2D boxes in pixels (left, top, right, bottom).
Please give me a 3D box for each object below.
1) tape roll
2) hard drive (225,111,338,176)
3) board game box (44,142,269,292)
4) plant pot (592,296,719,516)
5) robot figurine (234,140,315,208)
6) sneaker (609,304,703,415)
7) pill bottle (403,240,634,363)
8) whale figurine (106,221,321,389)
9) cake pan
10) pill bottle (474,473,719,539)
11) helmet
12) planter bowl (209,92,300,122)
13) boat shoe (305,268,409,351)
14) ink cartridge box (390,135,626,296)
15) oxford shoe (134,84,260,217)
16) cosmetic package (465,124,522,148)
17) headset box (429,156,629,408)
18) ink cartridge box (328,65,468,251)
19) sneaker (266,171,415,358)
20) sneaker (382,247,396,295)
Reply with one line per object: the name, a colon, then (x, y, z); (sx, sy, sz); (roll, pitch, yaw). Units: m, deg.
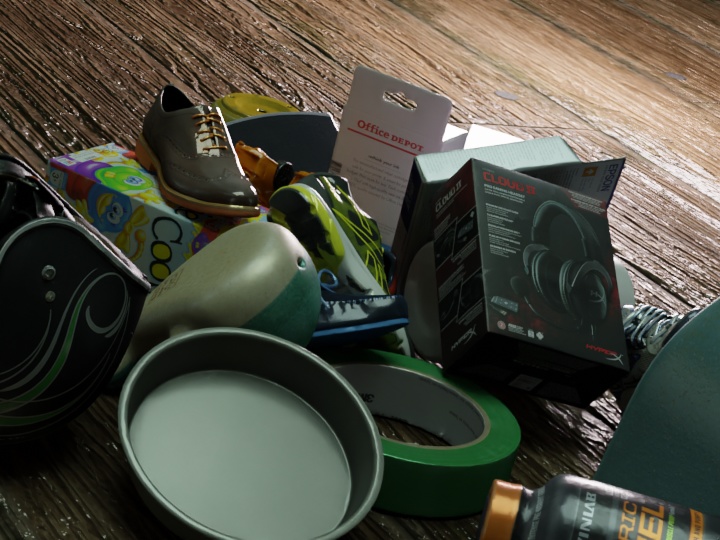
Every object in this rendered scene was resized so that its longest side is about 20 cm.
tape roll: (0.028, 0.127, 1.524); (0.198, 0.049, 0.201); (13, 21, -5)
hard drive: (-0.081, -0.101, 1.950); (0.199, 0.042, 0.136); (-12, 70, -45)
board game box: (-0.180, -0.027, 1.701); (0.199, 0.104, 0.105); (23, 22, 22)
plant pot: (0.338, 0.126, 1.522); (0.195, 0.202, 0.196); (-1, 25, -36)
robot figurine: (-0.054, -0.045, 1.792); (0.144, 0.058, 0.200); (25, -15, 28)
sneaker: (0.247, 0.068, 1.642); (0.077, 0.200, 0.085); (-34, 79, -21)
pill bottle: (0.150, 0.030, 1.763); (0.198, 0.115, 0.114); (2, 24, -31)
whale figurine: (-0.117, 0.047, 1.507); (0.104, 0.199, 0.160); (52, 25, -19)
cake pan: (-0.081, 0.128, 1.368); (0.198, 0.037, 0.201); (13, 44, -13)
pill bottle: (0.178, 0.208, 1.337); (0.198, 0.107, 0.106); (15, 20, 3)
helmet: (-0.267, 0.031, 1.371); (0.200, 0.191, 0.200); (42, -2, 2)
planter bowl: (-0.115, -0.140, 2.065); (0.198, 0.084, 0.201); (12, 21, -5)
boat shoe: (-0.060, 0.031, 1.575); (0.198, 0.069, 0.084); (-6, -12, 2)
ink cartridge box: (0.131, -0.046, 1.786); (0.198, 0.197, 0.044); (-9, 56, -17)
oxford shoe: (-0.143, -0.104, 1.669); (0.071, 0.074, 0.200); (0, 25, -34)
cosmetic package: (0.128, -0.078, 2.043); (0.070, 0.106, 0.200); (17, 22, 4)
headset box: (0.144, 0.003, 1.645); (0.148, 0.077, 0.202); (17, 52, -25)
ink cartridge box: (0.033, -0.097, 1.886); (0.115, 0.202, 0.067); (23, 21, 21)
sneaker: (0.000, 0.000, 1.649); (0.074, 0.201, 0.085); (-17, 17, 40)
sneaker: (-0.035, 0.021, 1.702); (0.075, 0.085, 0.199); (26, 23, 27)
